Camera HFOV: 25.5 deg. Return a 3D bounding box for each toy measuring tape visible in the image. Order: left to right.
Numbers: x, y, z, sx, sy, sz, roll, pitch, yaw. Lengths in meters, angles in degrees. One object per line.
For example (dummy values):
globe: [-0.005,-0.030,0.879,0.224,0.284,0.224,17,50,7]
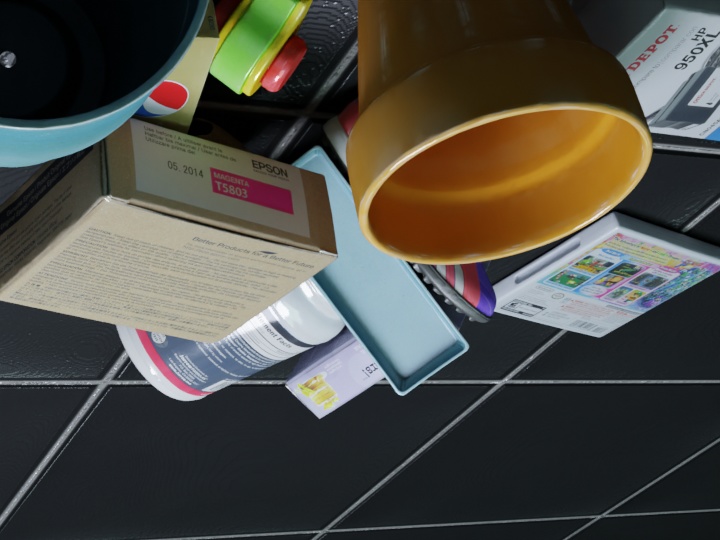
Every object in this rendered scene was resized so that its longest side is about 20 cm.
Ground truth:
toy measuring tape: [-0.064,-0.164,1.042,0.073,0.074,0.200,-6,166,-15]

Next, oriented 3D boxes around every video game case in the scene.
video game case: [0.254,0.008,1.640,0.199,0.024,0.182,14,143,-43]

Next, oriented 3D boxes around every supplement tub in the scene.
supplement tub: [-0.096,0.014,1.340,0.199,0.141,0.140,-25,152,22]

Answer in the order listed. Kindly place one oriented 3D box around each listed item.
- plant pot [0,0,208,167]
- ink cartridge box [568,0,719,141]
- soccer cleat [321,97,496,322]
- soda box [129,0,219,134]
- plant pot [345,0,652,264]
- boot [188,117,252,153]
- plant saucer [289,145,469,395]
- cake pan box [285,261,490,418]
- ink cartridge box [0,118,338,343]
plant pot: [-0.198,-0.148,0.917,0.198,0.202,0.188,-5,168,-17]
ink cartridge box: [0.248,-0.174,1.191,0.198,0.085,0.145,3,150,-30]
soccer cleat: [0.053,-0.051,1.235,0.073,0.201,0.068,-37,179,8]
soda box: [-0.152,-0.129,1.104,0.063,0.068,0.200,-3,153,-19]
plant pot: [0.076,-0.132,1.077,0.198,0.185,0.201,-11,155,-6]
boot: [-0.177,-0.058,1.261,0.199,0.074,0.075,-28,133,20]
plant saucer: [0.000,0.000,1.238,0.070,0.201,0.019,-35,-168,11]
cake pan box: [0.037,0.018,1.389,0.184,0.200,0.052,-33,107,36]
ink cartridge box: [-0.143,-0.025,1.150,0.199,0.076,0.164,15,144,-38]
